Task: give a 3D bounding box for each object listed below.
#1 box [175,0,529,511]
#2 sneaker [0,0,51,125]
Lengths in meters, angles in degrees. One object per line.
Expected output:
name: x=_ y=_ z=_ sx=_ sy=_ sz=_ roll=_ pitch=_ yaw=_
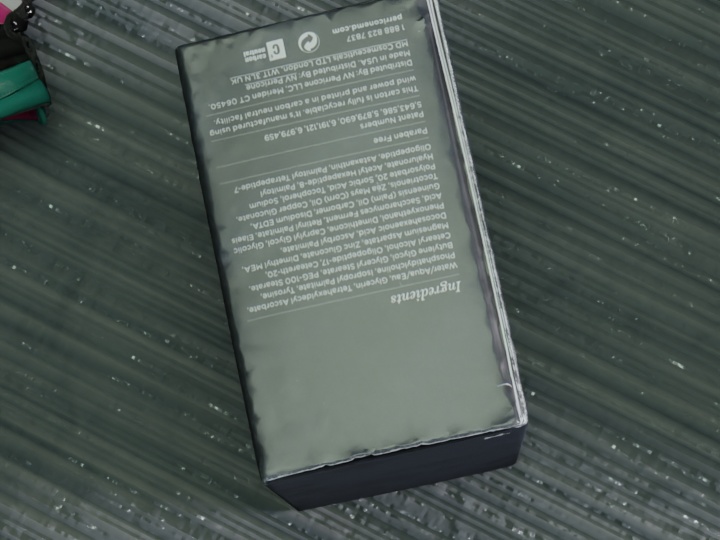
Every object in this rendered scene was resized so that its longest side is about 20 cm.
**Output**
box: x=0.000 y=0.000 z=0.961 sx=0.123 sy=0.200 sz=0.198 roll=-13 pitch=79 yaw=0
sneaker: x=-0.190 y=-0.134 z=1.053 sx=0.083 sy=0.121 sz=0.200 roll=2 pitch=38 yaw=34
